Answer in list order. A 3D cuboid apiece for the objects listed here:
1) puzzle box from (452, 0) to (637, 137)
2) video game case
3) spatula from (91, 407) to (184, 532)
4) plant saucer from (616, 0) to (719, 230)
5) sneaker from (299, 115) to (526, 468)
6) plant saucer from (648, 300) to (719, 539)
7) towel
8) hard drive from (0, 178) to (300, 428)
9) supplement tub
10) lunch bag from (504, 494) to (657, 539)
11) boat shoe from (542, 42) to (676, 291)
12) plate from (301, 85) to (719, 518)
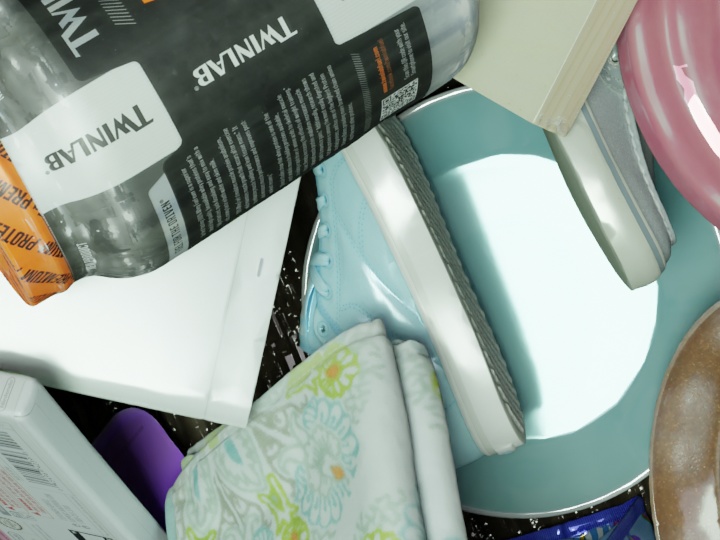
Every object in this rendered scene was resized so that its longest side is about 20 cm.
[{"bbox_3d":[0.044,-0.156,0.707,0.200,0.025,0.134,37,105,41],"label":"puzzle box"},{"bbox_3d":[-0.191,0.083,0.749,0.180,0.200,0.022,8,64,17],"label":"video game case"},{"bbox_3d":[-0.053,0.145,0.813,0.200,0.021,0.057,41,122,1],"label":"spatula"},{"bbox_3d":[0.204,-0.099,0.679,0.199,0.051,0.203,2,83,-14],"label":"plant saucer"},{"bbox_3d":[0.000,0.000,0.738,0.081,0.074,0.201,-23,90,10],"label":"sneaker"},{"bbox_3d":[0.193,0.102,0.678,0.034,0.200,0.202,-7,96,-31],"label":"plant saucer"},{"bbox_3d":[-0.021,0.141,0.691,0.171,0.048,0.201,-39,51,44],"label":"towel"},{"bbox_3d":[-0.130,-0.020,0.696,0.198,0.026,0.133,12,89,-6],"label":"hard drive"},{"bbox_3d":[-0.065,-0.080,0.627,0.199,0.123,0.123,-34,89,-15],"label":"supplement tub"},{"bbox_3d":[0.097,0.200,0.698,0.093,0.200,0.152,-20,92,13],"label":"lunch bag"},{"bbox_3d":[0.104,-0.093,0.714,0.071,0.070,0.202,-20,70,6],"label":"boat shoe"},{"bbox_3d":[0.071,0.014,0.775,0.198,0.026,0.202,1,95,11],"label":"plate"}]
